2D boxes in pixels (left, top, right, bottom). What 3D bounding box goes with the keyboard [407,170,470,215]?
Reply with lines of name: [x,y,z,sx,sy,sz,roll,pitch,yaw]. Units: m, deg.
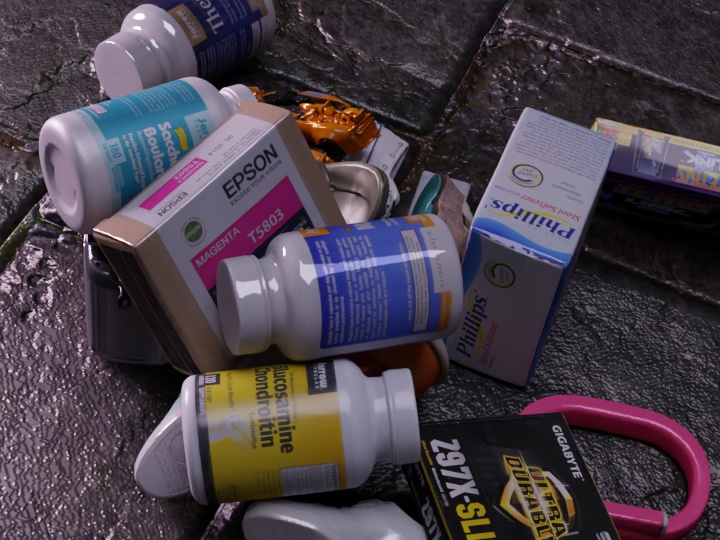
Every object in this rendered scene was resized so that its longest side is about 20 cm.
keyboard: [0.071,-0.034,1.729,0.056,0.011,0.201,20,47,0]

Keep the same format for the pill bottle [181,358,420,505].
pill bottle: [-0.051,0.136,1.394,0.197,0.113,0.113,-7,48,-3]

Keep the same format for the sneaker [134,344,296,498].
sneaker: [-0.143,0.126,1.508,0.200,0.074,0.118,-46,23,-15]

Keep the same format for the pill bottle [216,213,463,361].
pill bottle: [-0.020,0.017,1.400,0.197,0.113,0.113,-7,49,-17]

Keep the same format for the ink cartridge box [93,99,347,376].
ink cartridge box: [-0.115,-0.026,1.452,0.200,0.166,0.075,-43,35,-23]

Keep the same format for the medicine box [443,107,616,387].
medicine box: [0.165,-0.023,1.616,0.102,0.183,0.201,20,47,8]

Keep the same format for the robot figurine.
robot figurine: [-0.083,-0.143,1.716,0.198,0.059,0.145,16,56,36]

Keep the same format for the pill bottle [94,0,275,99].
pill bottle: [-0.197,-0.258,1.809,0.111,0.112,0.199,37,51,22]

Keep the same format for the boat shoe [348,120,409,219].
boat shoe: [0.010,-0.084,1.715,0.066,0.074,0.201,19,51,-2]

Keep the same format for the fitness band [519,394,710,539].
fitness band: [0.236,0.186,1.539,0.197,0.038,0.145,12,46,-2]

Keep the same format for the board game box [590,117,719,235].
board game box: [0.330,-0.096,1.732,0.197,0.165,0.057,13,82,2]

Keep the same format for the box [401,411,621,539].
box: [0.137,0.218,1.419,0.158,0.050,0.201,-3,45,-19]

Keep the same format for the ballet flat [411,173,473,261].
ballet flat: [0.086,-0.044,1.664,0.067,0.068,0.200,35,19,-5]

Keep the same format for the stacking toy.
stacking toy: [-0.021,0.121,1.500,0.145,0.147,0.201,28,63,14]

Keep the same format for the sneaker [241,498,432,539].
sneaker: [-0.007,0.232,1.427,0.198,0.076,0.089,19,42,-8]

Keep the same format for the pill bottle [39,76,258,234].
pill bottle: [-0.188,-0.113,1.497,0.198,0.111,0.111,-21,55,-28]

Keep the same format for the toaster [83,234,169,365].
toaster: [-0.209,0.000,1.554,0.112,0.130,0.202,4,46,-7]

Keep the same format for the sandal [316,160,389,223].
sandal: [-0.056,-0.078,1.594,0.199,0.081,0.057,13,1,37]
